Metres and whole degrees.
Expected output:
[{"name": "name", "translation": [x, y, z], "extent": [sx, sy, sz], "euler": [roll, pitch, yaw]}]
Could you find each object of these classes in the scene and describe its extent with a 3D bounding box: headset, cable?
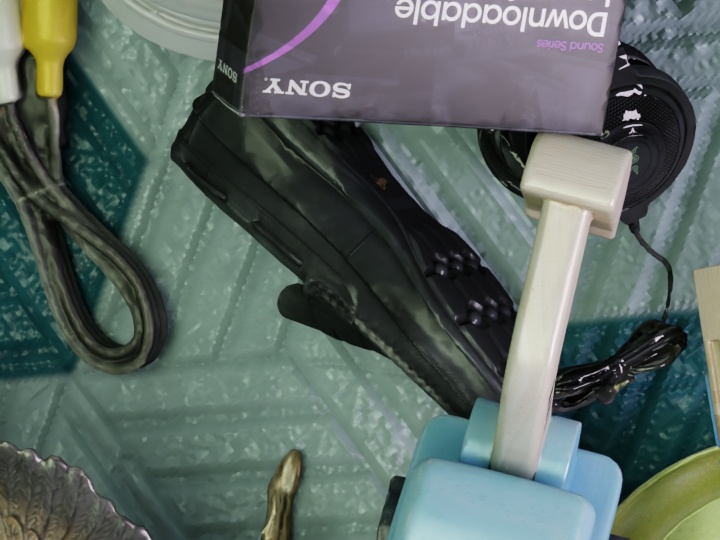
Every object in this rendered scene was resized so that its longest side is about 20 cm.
[{"name": "headset", "translation": [0.074, -0.049, 1.148], "extent": [0.094, 0.123, 0.201], "euler": [-26, 102, -7]}, {"name": "cable", "translation": [-0.146, -0.048, 1.252], "extent": [0.097, 0.050, 0.201], "euler": [-14, 86, 18]}]

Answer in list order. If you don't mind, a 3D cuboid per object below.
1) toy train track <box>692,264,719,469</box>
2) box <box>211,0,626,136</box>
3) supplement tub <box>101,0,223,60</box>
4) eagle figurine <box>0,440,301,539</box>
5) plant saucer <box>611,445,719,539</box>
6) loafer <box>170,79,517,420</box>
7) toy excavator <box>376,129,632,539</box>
[{"name": "toy train track", "translation": [0.160, 0.097, 1.145], "extent": [0.114, 0.033, 0.201], "euler": [-12, 82, 24]}, {"name": "box", "translation": [0.032, -0.148, 1.018], "extent": [0.142, 0.036, 0.201], "euler": [1, 110, -21]}, {"name": "supplement tub", "translation": [-0.042, -0.185, 1.123], "extent": [0.145, 0.200, 0.146], "euler": [4, 60, -7]}, {"name": "eagle figurine", "translation": [-0.111, 0.152, 1.178], "extent": [0.151, 0.199, 0.152], "euler": [-37, 58, 38]}, {"name": "plant saucer", "translation": [0.175, 0.164, 1.171], "extent": [0.199, 0.031, 0.201], "euler": [1, 92, 17]}, {"name": "loafer", "translation": [0.000, 0.000, 1.204], "extent": [0.201, 0.068, 0.070], "euler": [49, 112, 15]}, {"name": "toy excavator", "translation": [0.058, 0.074, 1.095], "extent": [0.099, 0.200, 0.195], "euler": [15, 59, 6]}]
